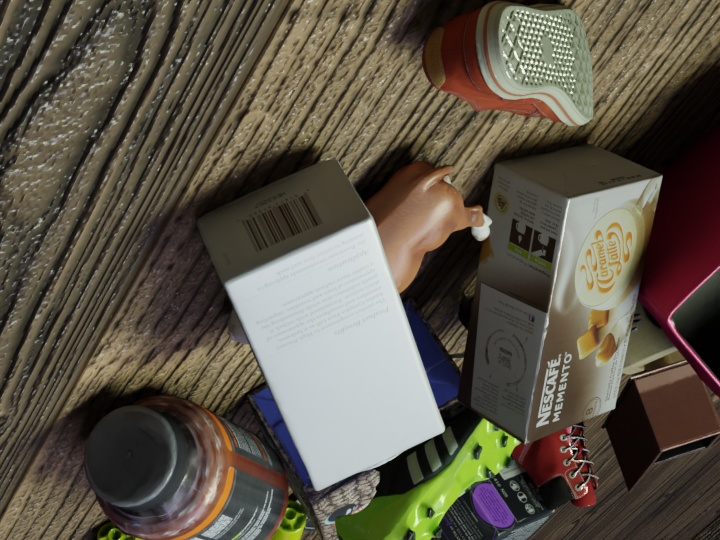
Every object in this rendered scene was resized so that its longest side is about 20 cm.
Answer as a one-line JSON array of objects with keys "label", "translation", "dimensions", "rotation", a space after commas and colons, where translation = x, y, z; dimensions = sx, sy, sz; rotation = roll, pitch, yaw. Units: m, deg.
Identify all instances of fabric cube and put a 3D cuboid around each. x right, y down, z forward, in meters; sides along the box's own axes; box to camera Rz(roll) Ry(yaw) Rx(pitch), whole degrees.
[{"label": "fabric cube", "translation": [0.337, 0.004, 1.233], "dimensions": [0.196, 0.200, 0.200], "rotation": [-41, -158, 6]}]

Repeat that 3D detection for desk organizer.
[{"label": "desk organizer", "translation": [0.300, 0.158, 1.521], "dimensions": [0.071, 0.077, 0.200], "rotation": [-16, 161, -5]}]

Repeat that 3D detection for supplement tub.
[{"label": "supplement tub", "translation": [-0.131, 0.153, 1.129], "dimensions": [0.107, 0.107, 0.200], "rotation": [-35, 157, 4]}]

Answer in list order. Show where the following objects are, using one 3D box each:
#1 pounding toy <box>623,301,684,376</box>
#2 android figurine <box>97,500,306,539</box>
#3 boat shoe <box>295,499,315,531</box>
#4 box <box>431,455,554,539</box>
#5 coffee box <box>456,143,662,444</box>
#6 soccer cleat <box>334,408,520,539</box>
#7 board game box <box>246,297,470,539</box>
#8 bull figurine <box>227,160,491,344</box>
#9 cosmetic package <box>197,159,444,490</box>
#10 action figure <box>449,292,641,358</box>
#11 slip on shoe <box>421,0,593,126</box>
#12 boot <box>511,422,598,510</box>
[{"label": "pounding toy", "translation": [0.320, 0.002, 1.448], "dimensions": [0.183, 0.143, 0.200], "rotation": [-27, 160, 23]}, {"label": "android figurine", "translation": [-0.140, 0.234, 1.323], "dimensions": [0.181, 0.041, 0.200], "rotation": [-5, 150, -15]}, {"label": "boat shoe", "translation": [0.008, 0.241, 1.568], "dimensions": [0.199, 0.061, 0.076], "rotation": [-10, 149, -45]}, {"label": "box", "translation": [0.103, 0.289, 1.719], "dimensions": [0.106, 0.123, 0.200], "rotation": [-11, 149, -46]}, {"label": "coffee box", "translation": [0.150, 0.016, 1.158], "dimensions": [0.114, 0.080, 0.201], "rotation": [-13, 120, -40]}, {"label": "soccer cleat", "translation": [0.059, 0.154, 1.198], "dimensions": [0.200, 0.081, 0.068], "rotation": [-42, 133, -34]}, {"label": "board game box", "translation": [0.006, 0.136, 1.297], "dimensions": [0.159, 0.097, 0.200], "rotation": [-30, 158, -8]}, {"label": "bull figurine", "translation": [0.000, 0.000, 1.052], "dimensions": [0.200, 0.065, 0.121], "rotation": [-39, 162, 18]}, {"label": "cosmetic package", "translation": [-0.022, 0.038, 0.973], "dimensions": [0.101, 0.074, 0.201], "rotation": [-23, 132, -5]}, {"label": "action figure", "translation": [0.161, 0.046, 1.315], "dimensions": [0.199, 0.119, 0.102], "rotation": [-24, 168, -48]}, {"label": "slip on shoe", "translation": [0.098, -0.127, 0.939], "dimensions": [0.061, 0.075, 0.200], "rotation": [-5, 179, 28]}, {"label": "boot", "translation": [0.231, 0.167, 1.615], "dimensions": [0.072, 0.145, 0.200], "rotation": [-15, 151, -37]}]
